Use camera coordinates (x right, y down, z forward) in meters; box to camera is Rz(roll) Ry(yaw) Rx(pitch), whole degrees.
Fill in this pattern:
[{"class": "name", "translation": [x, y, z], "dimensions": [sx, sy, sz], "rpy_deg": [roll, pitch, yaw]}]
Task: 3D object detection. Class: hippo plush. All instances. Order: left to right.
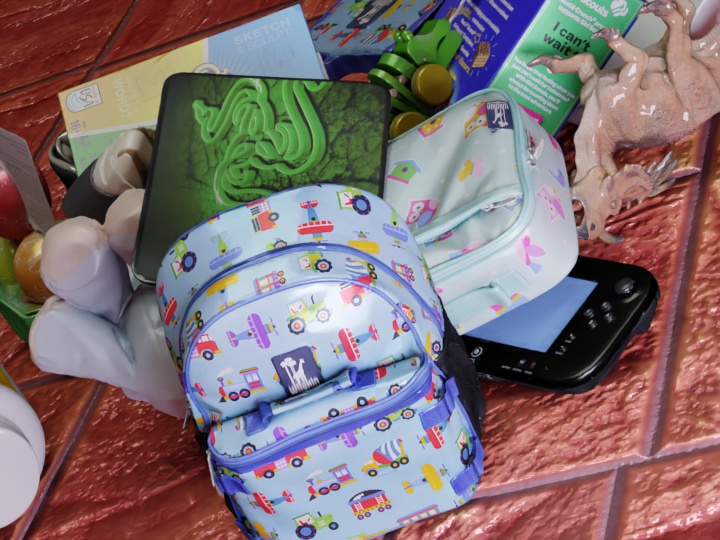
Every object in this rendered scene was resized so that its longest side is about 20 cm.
[{"class": "hippo plush", "translation": [-0.118, 0.023, 1.531], "dimensions": [0.160, 0.199, 0.161], "rpy_deg": [-60, -7, 14]}]

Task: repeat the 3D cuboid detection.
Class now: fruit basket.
[{"class": "fruit basket", "translation": [-0.255, -0.032, 1.739], "dimensions": [0.093, 0.202, 0.185], "rpy_deg": [-22, 22, -22]}]

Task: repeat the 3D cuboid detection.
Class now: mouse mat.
[{"class": "mouse mat", "translation": [-0.063, -0.061, 1.461], "dimensions": [0.159, 0.008, 0.201], "rpy_deg": [3, 47, 2]}]

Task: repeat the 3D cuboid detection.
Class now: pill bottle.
[{"class": "pill bottle", "translation": [-0.296, 0.117, 1.610], "dimensions": [0.109, 0.110, 0.200], "rpy_deg": [-33, 26, -10]}]

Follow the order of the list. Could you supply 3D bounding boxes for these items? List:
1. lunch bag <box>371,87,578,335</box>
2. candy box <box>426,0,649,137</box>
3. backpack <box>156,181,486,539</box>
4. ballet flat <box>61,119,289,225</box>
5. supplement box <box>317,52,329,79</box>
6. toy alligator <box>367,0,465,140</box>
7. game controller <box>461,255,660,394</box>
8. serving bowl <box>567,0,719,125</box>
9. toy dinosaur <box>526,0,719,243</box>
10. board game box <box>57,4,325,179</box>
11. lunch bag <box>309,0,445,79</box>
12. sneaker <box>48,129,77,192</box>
[{"class": "lunch bag", "translation": [0.048, -0.023, 1.463], "dimensions": [0.199, 0.077, 0.161], "rpy_deg": [-29, 36, 22]}, {"class": "candy box", "translation": [0.109, -0.161, 1.654], "dimensions": [0.201, 0.077, 0.169], "rpy_deg": [-57, 23, 13]}, {"class": "backpack", "translation": [-0.028, 0.055, 1.336], "dimensions": [0.181, 0.201, 0.135], "rpy_deg": [-18, 37, 7]}, {"class": "ballet flat", "translation": [-0.129, -0.075, 1.544], "dimensions": [0.198, 0.074, 0.073], "rpy_deg": [-4, 34, 21]}, {"class": "supplement box", "translation": [-0.096, -0.121, 1.798], "dimensions": [0.125, 0.074, 0.200], "rpy_deg": [-22, 7, -11]}, {"class": "toy alligator", "translation": [0.036, -0.149, 1.625], "dimensions": [0.059, 0.054, 0.201], "rpy_deg": [6, 70, 65]}, {"class": "game controller", "translation": [0.104, 0.029, 1.447], "dimensions": [0.104, 0.042, 0.199], "rpy_deg": [-42, 31, -27]}, {"class": "serving bowl", "translation": [0.222, -0.183, 1.658], "dimensions": [0.200, 0.066, 0.201], "rpy_deg": [-40, 28, 26]}, {"class": "toy dinosaur", "translation": [0.206, -0.114, 1.523], "dimensions": [0.199, 0.136, 0.086], "rpy_deg": [-29, 7, -3]}, {"class": "board game box", "translation": [-0.115, -0.100, 1.637], "dimensions": [0.198, 0.040, 0.154], "rpy_deg": [-20, 54, 1]}, {"class": "lunch bag", "translation": [0.042, -0.204, 1.840], "dimensions": [0.199, 0.095, 0.150], "rpy_deg": [-34, 26, -31]}, {"class": "sneaker", "translation": [-0.199, -0.074, 1.819], "dimensions": [0.077, 0.147, 0.202], "rpy_deg": [-31, 25, -2]}]
